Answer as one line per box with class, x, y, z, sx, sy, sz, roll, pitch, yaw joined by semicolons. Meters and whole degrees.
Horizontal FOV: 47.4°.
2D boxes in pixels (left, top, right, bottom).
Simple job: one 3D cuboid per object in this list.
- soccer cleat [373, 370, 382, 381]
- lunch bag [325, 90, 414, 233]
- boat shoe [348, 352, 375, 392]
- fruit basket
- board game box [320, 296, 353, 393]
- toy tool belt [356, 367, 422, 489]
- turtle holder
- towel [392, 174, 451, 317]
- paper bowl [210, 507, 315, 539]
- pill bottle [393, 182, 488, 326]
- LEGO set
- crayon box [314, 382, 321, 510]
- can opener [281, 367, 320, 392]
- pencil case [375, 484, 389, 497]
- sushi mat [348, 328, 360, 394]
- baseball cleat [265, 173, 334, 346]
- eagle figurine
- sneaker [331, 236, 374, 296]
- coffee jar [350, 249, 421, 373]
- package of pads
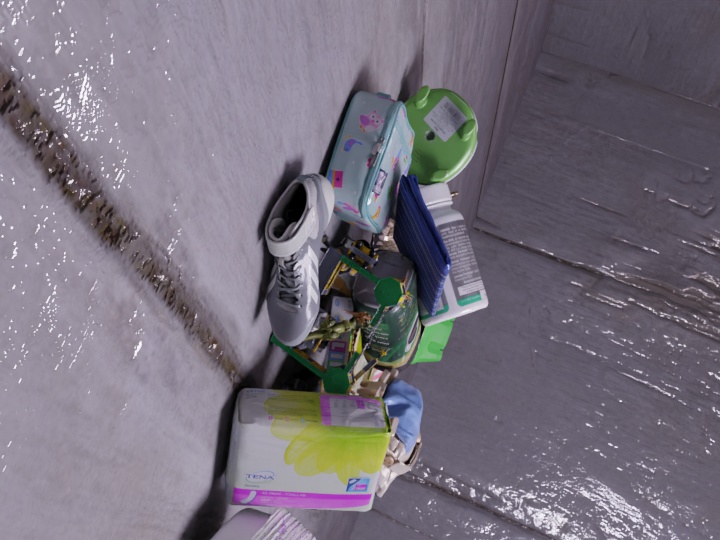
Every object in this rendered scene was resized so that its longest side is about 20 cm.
soccer cleat;-0.019;0.213;1.498;0.201;0.067;0.076;-54;157;17
lunch bag;0.017;-0.143;1.089;0.200;0.076;0.163;46;66;-79
boat shoe;-0.004;0.231;1.419;0.074;0.065;0.205;127;-27;-71
fruit basket;0.035;0.076;1.399;0.215;0.212;0.159;29;83;-79
board game box;-0.038;0.160;1.210;0.135;0.033;0.204;96;0;-62
toy tool belt;0.045;0.210;1.207;0.201;0.123;0.124;-65;180;-58
turtle holder;0.112;-0.190;1.304;0.132;0.138;0.190;-11;116;-78
towel;0.085;-0.031;1.140;0.023;0.147;0.201;-20;161;-8
paper bowl;-0.156;0.389;1.049;0.201;0.104;0.201;-48;170;-11
pill bottle;0.120;-0.025;1.281;0.113;0.111;0.205;1;73;-78
LEGO set;-0.021;0.061;1.092;0.204;0.151;0.116;-67;169;3
crayon box;-0.071;0.284;1.393;0.126;0.050;0.204;-93;-164;-64
can opener;-0.085;0.188;1.234;0.200;0.065;0.054;-31;140;-80
pencil case;-0.037;0.281;1.271;0.078;0.196;0.091;92;17;-85
sushi mat;-0.014;0.156;1.201;0.201;0.012;0.098;97;0;-63
baseball cleat;-0.082;-0.008;0.915;0.106;0.068;0.205;-19;119;-67
eagle figurine;0.106;-0.079;1.542;0.154;0.149;0.201;-63;-177;23
sneaker;0.000;0.000;1.269;0.200;0.074;0.089;39;72;-79
coffee jar;0.041;0.067;1.221;0.202;0.084;0.106;80;31;-54
package of pads;-0.067;0.226;1.030;0.069;0.195;0.157;-102;-160;-54
